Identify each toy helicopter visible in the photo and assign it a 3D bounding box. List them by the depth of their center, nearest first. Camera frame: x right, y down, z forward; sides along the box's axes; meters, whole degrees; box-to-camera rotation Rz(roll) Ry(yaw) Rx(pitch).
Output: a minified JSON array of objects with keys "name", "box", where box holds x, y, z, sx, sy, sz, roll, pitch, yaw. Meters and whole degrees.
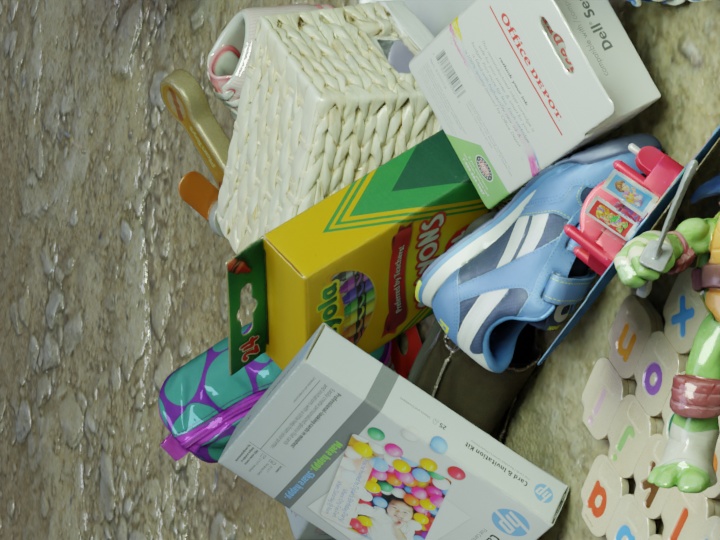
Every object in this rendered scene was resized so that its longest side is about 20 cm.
[{"name":"toy helicopter","box":[-0.104,-0.073,1.906,0.200,0.079,0.132,59,158,-3]}]

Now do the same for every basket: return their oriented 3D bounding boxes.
[{"name":"basket","box":[-0.017,-0.080,1.702,0.136,0.123,0.201,55,141,45]}]

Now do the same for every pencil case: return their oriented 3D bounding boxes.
[{"name":"pencil case","box":[-0.070,0.080,1.807,0.200,0.085,0.093,-32,21,42]}]

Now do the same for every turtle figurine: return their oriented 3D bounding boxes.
[{"name":"turtle figurine","box":[0.214,0.028,1.271,0.200,0.143,0.195,-165,76,-66]}]

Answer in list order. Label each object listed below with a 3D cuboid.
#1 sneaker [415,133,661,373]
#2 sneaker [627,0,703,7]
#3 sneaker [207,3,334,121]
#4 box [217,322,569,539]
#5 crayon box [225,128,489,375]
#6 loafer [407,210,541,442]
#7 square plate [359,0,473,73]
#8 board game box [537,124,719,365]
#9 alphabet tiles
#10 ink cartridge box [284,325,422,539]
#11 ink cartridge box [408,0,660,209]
[{"name":"sneaker","box":[0.127,-0.012,1.507,0.200,0.074,0.082,-43,66,30]},{"name":"sneaker","box":[0.167,-0.203,1.466,0.200,0.075,0.077,-169,76,-67]},{"name":"sneaker","box":[-0.088,-0.131,1.935,0.075,0.104,0.201,53,134,50]},{"name":"box","box":[0.020,0.139,1.597,0.156,0.200,0.041,-49,10,50]},{"name":"crayon box","box":[0.000,0.000,1.602,0.051,0.200,0.127,44,152,30]},{"name":"loafer","box":[0.082,0.062,1.601,0.071,0.073,0.201,-141,59,-61]},{"name":"square plate","box":[0.052,-0.179,1.746,0.198,0.028,0.201,1,88,63]},{"name":"board game box","box":[0.154,-0.035,1.396,0.039,0.158,0.200,38,134,6]},{"name":"alphabet tiles","box":[0.195,0.107,1.438,0.200,0.015,0.196,58,136,49]},{"name":"ink cartridge box","box":[-0.019,0.090,1.832,0.200,0.057,0.163,114,148,-43]},{"name":"ink cartridge box","box":[0.117,-0.129,1.498,0.117,0.067,0.200,61,155,3]}]
